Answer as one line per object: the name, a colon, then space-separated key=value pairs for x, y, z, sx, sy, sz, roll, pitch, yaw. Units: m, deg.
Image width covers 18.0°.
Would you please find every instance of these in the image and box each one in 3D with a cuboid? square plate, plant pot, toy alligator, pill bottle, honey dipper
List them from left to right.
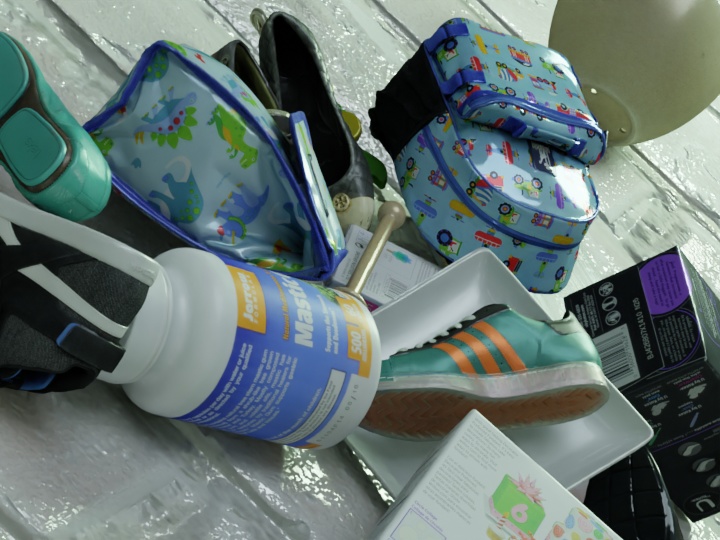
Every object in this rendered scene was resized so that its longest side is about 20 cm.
pill bottle: x=-0.092 y=0.048 z=1.508 sx=0.199 sy=0.112 sz=0.112 roll=17 pitch=35 yaw=-40
toy alligator: x=-0.053 y=-0.135 z=1.908 sx=0.054 sy=0.059 sz=0.200 roll=-31 pitch=70 yaw=-19
honey dipper: x=0.000 y=0.000 z=1.688 sx=0.038 sy=0.038 sz=0.200 roll=37 pitch=32 yaw=-8
square plate: x=0.077 y=0.099 z=1.646 sx=0.197 sy=0.029 sz=0.200 roll=-29 pitch=65 yaw=-27
plant pot: x=0.269 y=-0.205 z=2.324 sx=0.200 sy=0.200 sz=0.135 roll=37 pitch=63 yaw=-7

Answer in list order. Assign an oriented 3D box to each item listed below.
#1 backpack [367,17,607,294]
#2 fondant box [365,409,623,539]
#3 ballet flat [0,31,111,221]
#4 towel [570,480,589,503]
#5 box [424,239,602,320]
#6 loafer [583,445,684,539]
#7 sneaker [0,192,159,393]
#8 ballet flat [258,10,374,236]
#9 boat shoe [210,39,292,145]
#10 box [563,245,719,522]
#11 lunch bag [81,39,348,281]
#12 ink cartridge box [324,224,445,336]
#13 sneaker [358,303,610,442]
backpack: x=0.116 y=-0.085 z=1.860 sx=0.182 sy=0.135 sz=0.201 roll=18 pitch=37 yaw=-30
fondant box: x=0.074 y=0.206 z=1.493 sx=0.144 sy=0.058 sz=0.200 roll=41 pitch=44 yaw=0
ballet flat: x=-0.219 y=-0.090 z=1.519 sx=0.070 sy=0.067 sz=0.200 roll=47 pitch=3 yaw=-42
towel: x=0.119 y=0.153 z=1.718 sx=0.199 sy=0.032 sz=0.192 roll=11 pitch=40 yaw=-45
box: x=0.148 y=0.018 z=1.941 sx=0.158 sy=0.048 sz=0.201 roll=11 pitch=39 yaw=-43
loafer: x=0.208 y=0.225 z=1.658 sx=0.072 sy=0.072 sz=0.201 roll=36 pitch=46 yaw=-58
sneaker: x=-0.223 y=0.014 z=1.436 sx=0.199 sy=0.112 sz=0.073 roll=19 pitch=-9 yaw=42
ballet flat: x=-0.042 y=-0.115 z=1.840 sx=0.057 sy=0.066 sz=0.201 roll=53 pitch=15 yaw=-73
boat shoe: x=-0.081 y=-0.103 z=1.801 sx=0.071 sy=0.066 sz=0.201 roll=13 pitch=38 yaw=-43
box: x=0.260 y=0.094 z=1.830 sx=0.200 sy=0.106 sz=0.123 roll=45 pitch=27 yaw=-43
lunch bag: x=-0.091 y=-0.068 z=1.626 sx=0.200 sy=0.128 sz=0.170 roll=42 pitch=5 yaw=-1
ink cartridge box: x=0.067 y=0.041 z=1.760 sx=0.199 sy=0.042 sz=0.119 roll=24 pitch=23 yaw=-2
sneaker: x=0.075 y=0.068 z=1.611 sx=0.199 sy=0.072 sz=0.080 roll=-2 pitch=55 yaw=-21
